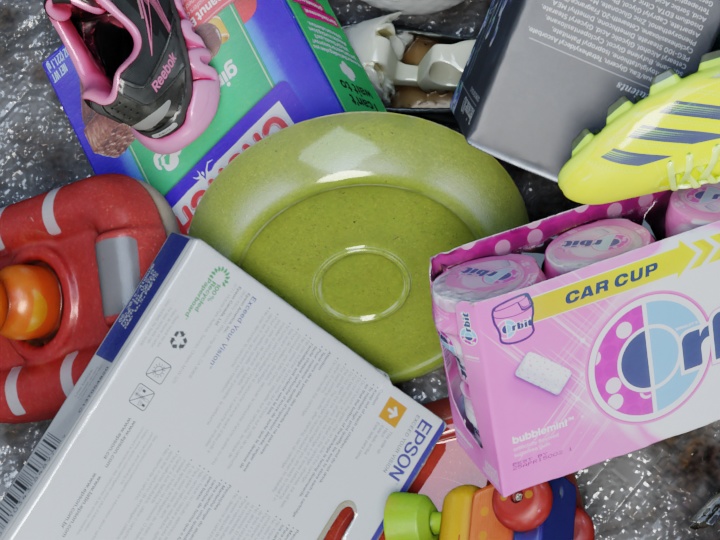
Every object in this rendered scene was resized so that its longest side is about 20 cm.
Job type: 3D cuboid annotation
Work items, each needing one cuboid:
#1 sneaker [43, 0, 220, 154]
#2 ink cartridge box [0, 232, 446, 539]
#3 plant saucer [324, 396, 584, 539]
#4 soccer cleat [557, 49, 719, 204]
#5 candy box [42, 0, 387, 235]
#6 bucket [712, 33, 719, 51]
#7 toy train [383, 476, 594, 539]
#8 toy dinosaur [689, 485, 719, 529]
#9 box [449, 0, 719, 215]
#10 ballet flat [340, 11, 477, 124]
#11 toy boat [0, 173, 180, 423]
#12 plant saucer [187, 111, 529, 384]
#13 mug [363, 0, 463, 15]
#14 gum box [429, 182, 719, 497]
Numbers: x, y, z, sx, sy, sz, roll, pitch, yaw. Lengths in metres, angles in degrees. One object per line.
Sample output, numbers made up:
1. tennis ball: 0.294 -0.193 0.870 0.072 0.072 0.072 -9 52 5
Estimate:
1. sneaker: -0.149 -0.165 1.211 0.079 0.095 0.201 -34 66 28
2. ink cartridge box: -0.077 0.114 1.163 0.200 0.041 0.201 37 80 -28
3. plant saucer: 0.036 0.174 1.210 0.198 0.037 0.201 -16 71 4
4. soccer cleat: 0.197 -0.071 1.064 0.199 0.065 0.084 -25 82 6
5. candy box: -0.079 -0.088 1.259 0.169 0.077 0.201 -38 69 23
6. bucket: 0.296 -0.139 1.171 0.205 0.135 0.210 -2 98 -10
7. toy train: 0.065 0.135 1.166 0.115 0.085 0.202 -4 66 26
8. toy dinosaur: 0.259 0.144 1.159 0.136 0.102 0.201 43 105 35
9. box: 0.137 -0.153 1.164 0.106 0.149 0.202 21 100 -5
10. ballet flat: 0.035 -0.126 1.287 0.198 0.068 0.069 3 71 10
11. toy boat: -0.200 0.019 1.217 0.199 0.130 0.132 -15 80 41
12. plant saucer: 0.000 0.000 1.190 0.198 0.201 0.031 -11 40 5
13. mug: 0.028 -0.261 1.273 0.146 0.176 0.202 -5 67 7
14. gum box: 0.133 0.028 1.093 0.198 0.115 0.066 -18 28 -14
